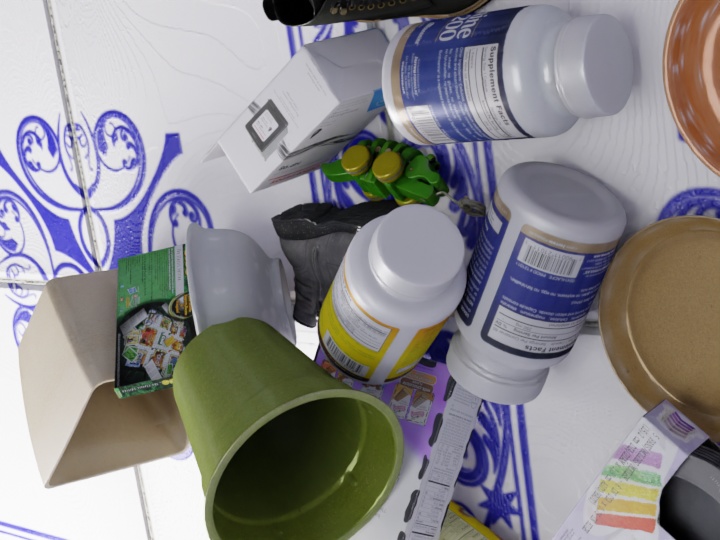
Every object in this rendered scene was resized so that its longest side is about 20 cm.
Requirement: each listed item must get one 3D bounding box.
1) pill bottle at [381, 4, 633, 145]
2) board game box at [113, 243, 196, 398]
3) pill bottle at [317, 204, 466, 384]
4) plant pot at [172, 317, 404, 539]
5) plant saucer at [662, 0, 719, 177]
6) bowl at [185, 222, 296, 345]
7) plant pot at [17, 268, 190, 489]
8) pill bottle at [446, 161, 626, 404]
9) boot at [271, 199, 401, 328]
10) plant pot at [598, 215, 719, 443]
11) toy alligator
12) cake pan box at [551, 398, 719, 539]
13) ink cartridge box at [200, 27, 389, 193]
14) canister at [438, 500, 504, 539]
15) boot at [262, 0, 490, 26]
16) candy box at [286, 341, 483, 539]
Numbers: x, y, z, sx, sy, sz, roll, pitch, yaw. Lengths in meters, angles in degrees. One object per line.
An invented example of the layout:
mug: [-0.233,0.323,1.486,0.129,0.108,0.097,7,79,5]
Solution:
pill bottle: [0.125,-0.167,1.121,0.199,0.111,0.111,1,106,41]
board game box: [-0.216,0.049,1.436,0.104,0.200,0.024,-14,134,5]
pill bottle: [0.029,0.021,1.182,0.109,0.109,0.200,53,154,13]
plant pot: [-0.090,0.144,1.245,0.190,0.199,0.201,47,134,48]
plant saucer: [0.328,-0.155,1.001,0.200,0.037,0.201,15,114,36]
bowl: [-0.120,0.041,1.393,0.090,0.201,0.202,-11,101,2]
plant pot: [-0.293,0.109,1.540,0.177,0.200,0.200,54,133,26]
pill bottle: [0.149,0.014,1.164,0.116,0.116,0.201,36,126,26]
boot: [0.000,0.000,1.333,0.200,0.070,0.132,5,116,47]
plant pot: [0.295,0.048,1.110,0.200,0.027,0.201,16,116,37]
toy alligator: [0.048,-0.094,1.256,0.200,0.054,0.059,16,160,37]
cake pan box: [0.278,0.237,1.132,0.184,0.052,0.200,43,128,19]
ink cartridge box: [-0.056,-0.145,1.285,0.200,0.116,0.067,-40,79,42]
canister: [0.075,0.304,1.354,0.200,0.086,0.149,35,124,29]
boot: [0.026,-0.249,1.159,0.200,0.138,0.078,-11,98,41]
candy box: [0.014,0.178,1.307,0.167,0.071,0.201,15,84,35]
